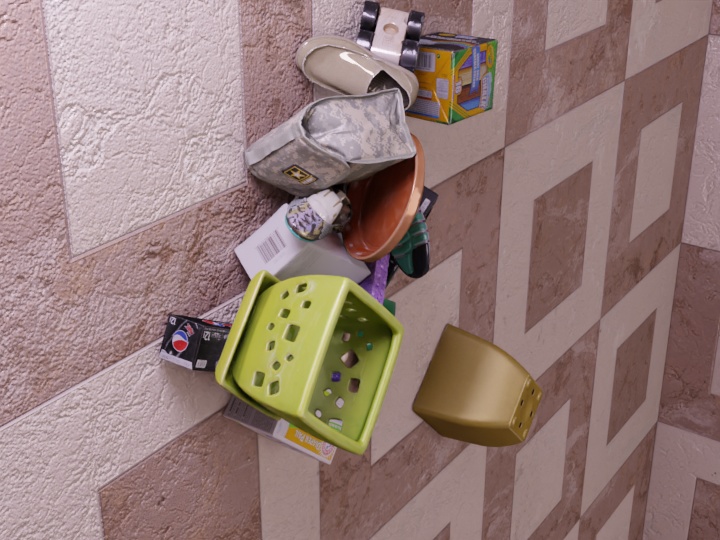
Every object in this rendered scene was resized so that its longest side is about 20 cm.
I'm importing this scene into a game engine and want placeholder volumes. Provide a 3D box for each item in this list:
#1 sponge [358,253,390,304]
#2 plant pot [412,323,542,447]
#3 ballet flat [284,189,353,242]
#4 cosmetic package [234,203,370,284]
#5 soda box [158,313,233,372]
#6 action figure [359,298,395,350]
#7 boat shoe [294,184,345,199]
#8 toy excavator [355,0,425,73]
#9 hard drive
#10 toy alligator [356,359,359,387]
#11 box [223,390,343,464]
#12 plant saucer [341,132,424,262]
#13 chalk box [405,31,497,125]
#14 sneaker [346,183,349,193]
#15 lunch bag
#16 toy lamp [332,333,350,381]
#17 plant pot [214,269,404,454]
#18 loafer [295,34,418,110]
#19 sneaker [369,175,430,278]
[{"bbox_3d":[0.000,0.000,1.734,0.030,0.111,0.203,25,63,-35],"label":"sponge"},{"bbox_3d":[0.257,0.256,2.228,0.197,0.198,0.196,-65,148,-14],"label":"plant pot"},{"bbox_3d":[-0.053,-0.087,1.554,0.200,0.071,0.073,-24,126,-75],"label":"ballet flat"},{"bbox_3d":[-0.083,-0.012,1.633,0.112,0.082,0.199,-39,153,12],"label":"cosmetic package"},{"bbox_3d":[-0.196,0.109,1.552,0.199,0.070,0.064,16,89,-59],"label":"soda box"},{"bbox_3d":[-0.022,0.060,1.830,0.200,0.054,0.119,43,68,-48],"label":"action figure"},{"bbox_3d":[-0.053,-0.132,1.686,0.072,0.060,0.205,18,88,-60],"label":"boat shoe"},{"bbox_3d":[0.033,-0.291,1.719,0.201,0.098,0.197,98,3,-57],"label":"toy excavator"},{"bbox_3d":[0.067,-0.046,1.848,0.141,0.038,0.200,-57,175,-21],"label":"hard drive"},{"bbox_3d":[0.014,0.187,1.938,0.054,0.059,0.204,-13,114,-55],"label":"toy alligator"},{"bbox_3d":[-0.109,0.220,1.714,0.200,0.100,0.114,40,69,-56],"label":"box"},{"bbox_3d":[0.036,-0.109,1.604,0.032,0.199,0.204,18,87,-29],"label":"plant saucer"},{"bbox_3d":[0.157,-0.338,1.873,0.199,0.123,0.126,-25,124,-50],"label":"chalk box"},{"bbox_3d":[0.043,-0.131,1.795,0.105,0.059,0.200,62,28,-18],"label":"sneaker"},{"bbox_3d":[-0.049,-0.177,1.536,0.198,0.163,0.120,-13,86,-36],"label":"lunch bag"},{"bbox_3d":[-0.013,0.091,1.768,0.058,0.057,0.203,34,73,-57],"label":"toy lamp"},{"bbox_3d":[-0.078,0.120,1.507,0.200,0.179,0.202,43,63,-55],"label":"plant pot"},{"bbox_3d":[0.000,-0.289,1.602,0.069,0.197,0.077,-104,-147,-59],"label":"loafer"},{"bbox_3d":[0.080,-0.093,1.711,0.087,0.074,0.203,-23,98,-54],"label":"sneaker"}]
